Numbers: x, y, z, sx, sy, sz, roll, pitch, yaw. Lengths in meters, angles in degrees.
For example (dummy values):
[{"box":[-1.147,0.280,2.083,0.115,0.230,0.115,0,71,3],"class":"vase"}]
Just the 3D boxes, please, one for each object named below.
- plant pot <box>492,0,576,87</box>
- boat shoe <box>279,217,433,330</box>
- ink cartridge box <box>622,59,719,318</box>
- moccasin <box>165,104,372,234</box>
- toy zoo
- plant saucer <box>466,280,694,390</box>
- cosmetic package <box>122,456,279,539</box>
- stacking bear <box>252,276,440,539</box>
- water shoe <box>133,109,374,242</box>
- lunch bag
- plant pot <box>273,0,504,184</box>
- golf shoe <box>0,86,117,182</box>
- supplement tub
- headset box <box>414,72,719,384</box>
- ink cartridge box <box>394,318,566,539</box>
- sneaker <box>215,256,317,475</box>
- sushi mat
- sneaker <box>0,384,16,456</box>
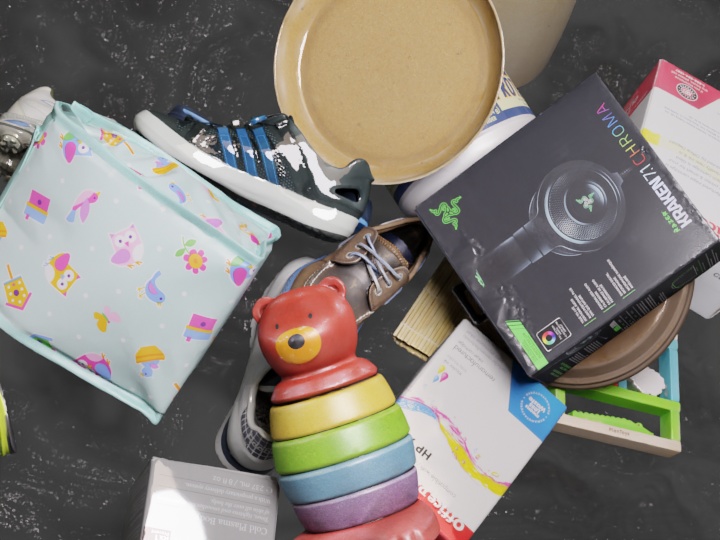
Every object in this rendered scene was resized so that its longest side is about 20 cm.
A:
[{"box":[0.136,-0.298,1.392,0.186,0.200,0.189,7,64,-15],"class":"plant pot"},{"box":[0.000,0.000,1.231,0.072,0.072,0.200,48,33,-2],"class":"boat shoe"},{"box":[0.303,-0.077,1.397,0.144,0.084,0.201,29,50,-6],"class":"ink cartridge box"},{"box":[-0.079,-0.091,1.286,0.199,0.080,0.069,21,68,-10],"class":"moccasin"},{"box":[0.227,0.059,1.352,0.130,0.020,0.201,14,61,-20],"class":"toy zoo"},{"box":[0.185,0.001,1.288,0.198,0.029,0.202,-2,82,16],"class":"plant saucer"},{"box":[-0.128,0.251,1.106,0.106,0.090,0.201,12,59,-17],"class":"cosmetic package"},{"box":[-0.021,0.109,1.114,0.121,0.114,0.202,-16,91,16],"class":"stacking bear"},{"box":[-0.085,-0.095,1.221,0.199,0.071,0.079,27,84,-5],"class":"water shoe"},{"box":[-0.189,-0.011,1.149,0.199,0.171,0.122,33,15,-2],"class":"lunch bag"},{"box":[0.025,-0.170,1.247,0.198,0.027,0.202,-1,87,18],"class":"plant pot"},{"box":[-0.204,-0.089,1.249,0.199,0.078,0.098,30,46,-10],"class":"golf shoe"},{"box":[0.053,-0.158,1.328,0.144,0.145,0.201,-26,77,-28],"class":"supplement tub"},{"box":[0.166,-0.027,1.234,0.199,0.093,0.175,-36,74,9],"class":"headset box"},{"box":[0.062,0.154,1.224,0.116,0.067,0.200,40,64,2],"class":"ink cartridge box"},{"box":[-0.056,0.071,1.220,0.076,0.081,0.201,19,60,-8],"class":"sneaker"},{"box":[0.114,0.014,1.345,0.095,0.012,0.200,36,60,-1],"class":"sushi mat"},{"box":[-0.330,0.058,1.135,0.080,0.074,0.201,-20,72,-22],"class":"sneaker"}]
